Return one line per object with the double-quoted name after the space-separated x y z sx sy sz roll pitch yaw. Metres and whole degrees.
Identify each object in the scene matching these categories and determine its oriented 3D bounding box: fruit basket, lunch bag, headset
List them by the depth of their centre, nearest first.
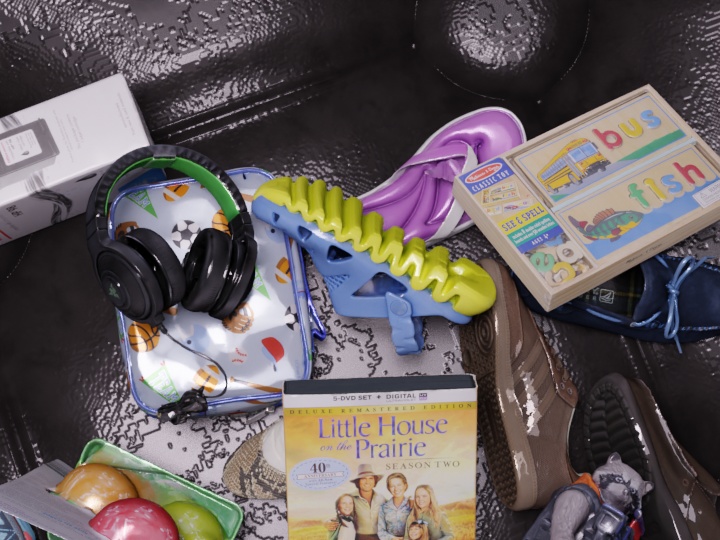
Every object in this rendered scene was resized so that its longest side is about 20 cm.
-0.167 0.195 0.983 0.185 0.200 0.094 25 95 2 "fruit basket"
-0.139 0.009 1.003 0.123 0.094 0.201 -3 72 -31 "headset"
-0.113 0.023 1.077 0.160 0.076 0.201 -9 80 -6 "lunch bag"

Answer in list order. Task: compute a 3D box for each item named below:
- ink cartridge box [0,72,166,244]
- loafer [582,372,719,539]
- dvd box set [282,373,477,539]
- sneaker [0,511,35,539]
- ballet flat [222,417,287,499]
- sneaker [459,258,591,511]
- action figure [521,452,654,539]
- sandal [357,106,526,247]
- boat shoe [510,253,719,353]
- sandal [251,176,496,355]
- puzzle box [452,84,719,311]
-0.261 -0.076 1.068 0.199 0.116 0.067 -22 83 -5 "ink cartridge box"
0.240 0.172 1.070 0.071 0.073 0.201 -18 83 -32 "loafer"
0.016 0.176 1.029 0.146 0.029 0.201 -1 110 -3 "dvd box set"
-0.282 0.256 1.020 0.079 0.096 0.201 -12 81 -4 "sneaker"
-0.011 0.132 1.058 0.199 0.075 0.068 -5 54 -2 "ballet flat"
0.132 0.088 1.086 0.075 0.070 0.201 -6 83 -22 "sneaker"
0.138 0.206 0.995 0.193 0.200 0.105 -41 61 -17 "action figure"
0.056 -0.061 1.107 0.202 0.050 0.083 -38 83 -7 "sandal"
0.222 0.023 1.087 0.199 0.069 0.085 -1 80 -2 "boat shoe"
0.000 0.000 1.041 0.200 0.080 0.087 32 112 0 "sandal"
0.190 -0.063 1.080 0.200 0.025 0.133 -27 60 -19 "puzzle box"
